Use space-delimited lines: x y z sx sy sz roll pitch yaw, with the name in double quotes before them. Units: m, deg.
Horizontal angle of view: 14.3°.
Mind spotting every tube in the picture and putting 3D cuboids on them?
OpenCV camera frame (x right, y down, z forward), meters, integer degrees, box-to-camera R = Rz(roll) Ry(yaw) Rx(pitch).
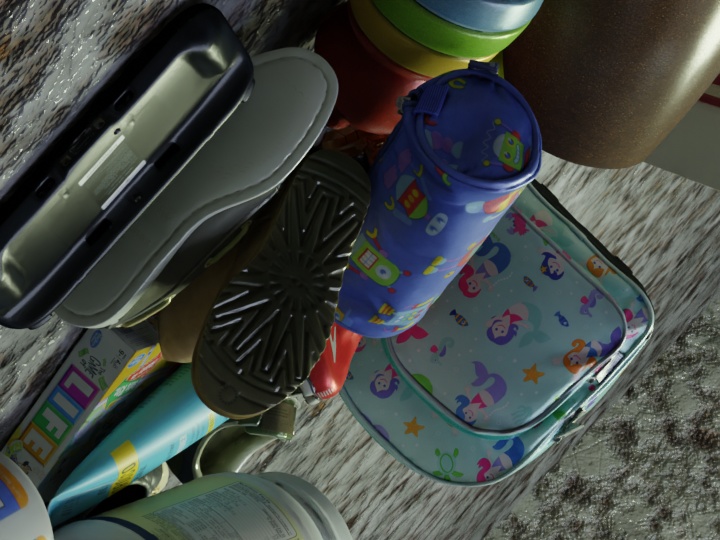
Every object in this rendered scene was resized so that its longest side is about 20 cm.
"tube" -0.125 0.096 1.794 0.200 0.050 0.077 -38 165 -26

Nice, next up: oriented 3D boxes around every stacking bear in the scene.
"stacking bear" 0.038 -0.157 1.624 0.121 0.114 0.200 -36 167 -46

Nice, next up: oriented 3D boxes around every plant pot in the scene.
"plant pot" 0.158 -0.169 1.711 0.187 0.187 0.200 -33 148 -52

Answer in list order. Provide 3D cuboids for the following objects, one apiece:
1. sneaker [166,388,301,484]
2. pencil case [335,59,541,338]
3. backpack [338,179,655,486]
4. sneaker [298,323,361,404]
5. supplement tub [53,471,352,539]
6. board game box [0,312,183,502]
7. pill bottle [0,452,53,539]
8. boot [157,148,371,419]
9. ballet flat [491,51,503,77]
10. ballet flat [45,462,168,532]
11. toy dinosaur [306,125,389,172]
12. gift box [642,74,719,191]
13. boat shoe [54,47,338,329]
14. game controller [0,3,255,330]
"sneaker" -0.060 0.075 1.930 0.067 0.090 0.200 20 121 -47
"pencil case" 0.033 -0.038 1.635 0.078 0.087 0.200 -55 180 -35
"backpack" 0.081 0.045 1.922 0.200 0.178 0.151 -46 177 7
"sneaker" 0.000 0.000 1.821 0.200 0.085 0.077 -73 146 -44
"supplement tub" -0.108 0.210 1.834 0.200 0.145 0.145 -16 146 -52
"board game box" -0.147 0.076 1.830 0.135 0.034 0.200 -53 167 19
"pill bottle" -0.262 0.171 1.535 0.200 0.112 0.112 -29 156 -56
"boot" -0.072 0.025 1.659 0.175 0.066 0.200 -60 -166 -24
"ballet flat" 0.032 -0.082 1.931 0.200 0.067 0.067 -50 147 12
"ballet flat" -0.182 0.166 1.927 0.067 0.057 0.200 -53 167 24
"toy dinosaur" 0.020 -0.063 1.756 0.135 0.200 0.102 -17 112 -19
"gift box" 0.200 -0.175 1.867 0.200 0.186 0.185 -36 143 -55
"boat shoe" -0.090 -0.044 1.587 0.202 0.072 0.060 -43 166 2
"game controller" -0.133 -0.053 1.505 0.200 0.042 0.104 -49 153 -5
